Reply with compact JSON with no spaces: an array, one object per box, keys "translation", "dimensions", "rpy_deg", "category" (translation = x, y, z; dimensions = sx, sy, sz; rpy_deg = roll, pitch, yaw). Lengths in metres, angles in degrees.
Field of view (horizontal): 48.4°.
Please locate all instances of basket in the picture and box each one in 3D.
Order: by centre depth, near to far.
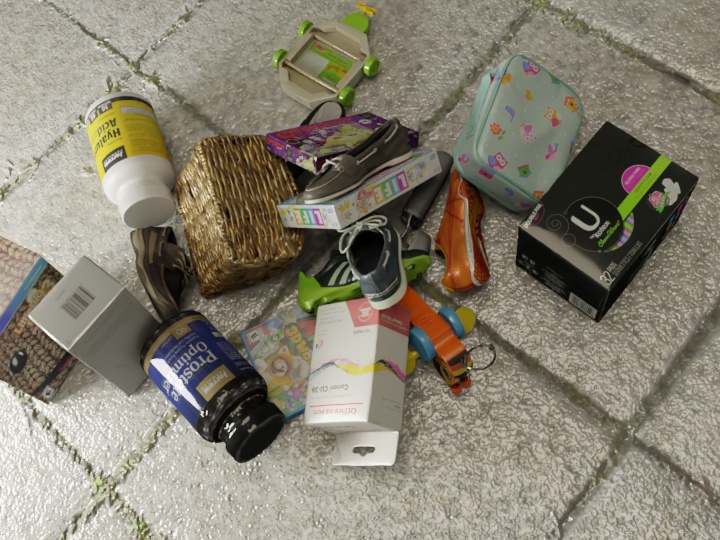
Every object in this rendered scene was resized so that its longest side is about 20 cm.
[{"translation":[-0.175,-0.081,1.179],"dimensions":[0.141,0.149,0.202],"rpy_deg":[-10,74,-31],"category":"basket"}]

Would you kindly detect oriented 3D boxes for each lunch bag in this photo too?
[{"translation":[0.225,-0.199,1.146],"dimensions":[0.159,0.077,0.202],"rpy_deg":[28,69,-13],"category":"lunch bag"}]

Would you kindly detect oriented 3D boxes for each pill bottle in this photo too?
[{"translation":[-0.195,0.156,1.071],"dimensions":[0.112,0.112,0.200],"rpy_deg":[-44,66,-11],"category":"pill bottle"},{"translation":[-0.351,-0.168,1.241],"dimensions":[0.110,0.112,0.202],"rpy_deg":[-24,65,-2],"category":"pill bottle"}]

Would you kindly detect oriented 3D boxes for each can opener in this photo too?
[{"translation":[0.094,-0.077,1.163],"dimensions":[0.066,0.053,0.201],"rpy_deg":[28,73,6],"category":"can opener"}]

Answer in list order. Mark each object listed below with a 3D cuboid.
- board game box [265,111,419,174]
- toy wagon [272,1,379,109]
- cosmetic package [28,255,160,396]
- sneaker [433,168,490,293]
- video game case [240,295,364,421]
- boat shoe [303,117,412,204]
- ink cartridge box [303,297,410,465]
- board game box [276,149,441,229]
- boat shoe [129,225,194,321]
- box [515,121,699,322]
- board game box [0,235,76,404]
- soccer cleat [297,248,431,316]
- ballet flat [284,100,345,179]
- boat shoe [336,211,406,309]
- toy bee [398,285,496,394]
[{"translation":[-0.024,-0.189,1.166],"dimensions":[0.199,0.033,0.119],"rpy_deg":[-21,32,-38],"category":"board game box"},{"translation":[-0.042,-0.355,1.313],"dimensions":[0.154,0.040,0.201],"rpy_deg":[33,74,21],"category":"toy wagon"},{"translation":[-0.339,0.081,1.079],"dimensions":[0.084,0.201,0.108],"rpy_deg":[33,72,19],"category":"cosmetic package"},{"translation":[0.136,-0.063,1.138],"dimensions":[0.076,0.073,0.202],"rpy_deg":[-17,51,30],"category":"sneaker"},{"translation":[-0.054,0.108,1.121],"dimensions":[0.198,0.018,0.144],"rpy_deg":[-26,64,-3],"category":"video game case"},{"translation":[-0.009,-0.148,1.072],"dimensions":[0.199,0.058,0.066],"rpy_deg":[-33,21,-37],"category":"boat shoe"},{"translation":[-0.006,0.143,1.024],"dimensions":[0.116,0.067,0.203],"rpy_deg":[-13,63,41],"category":"ink cartridge box"},{"translation":[-0.001,-0.114,1.118],"dimensions":[0.199,0.035,0.134],"rpy_deg":[-31,22,-33],"category":"board game box"},{"translation":[-0.282,-0.007,1.156],"dimensions":[0.073,0.075,0.201],"rpy_deg":[-23,46,-8],"category":"boat shoe"},{"translation":[0.326,-0.064,1.077],"dimensions":[0.148,0.125,0.200],"rpy_deg":[37,77,21],"category":"box"},{"translation":[-0.471,0.070,1.105],"dimensions":[0.096,0.200,0.161],"rpy_deg":[22,72,18],"category":"board game box"},{"translation":[0.000,0.000,1.101],"dimensions":[0.198,0.068,0.082],"rpy_deg":[-21,60,15],"category":"soccer cleat"},{"translation":[-0.095,-0.184,1.248],"dimensions":[0.200,0.057,0.067],"rpy_deg":[-43,81,-4],"category":"ballet flat"},{"translation":[0.011,-0.031,1.034],"dimensions":[0.074,0.062,0.201],"rpy_deg":[-25,34,13],"category":"boat shoe"},{"translation":[0.103,0.110,1.058],"dimensions":[0.129,0.110,0.201],"rpy_deg":[-18,37,1],"category":"toy bee"}]
